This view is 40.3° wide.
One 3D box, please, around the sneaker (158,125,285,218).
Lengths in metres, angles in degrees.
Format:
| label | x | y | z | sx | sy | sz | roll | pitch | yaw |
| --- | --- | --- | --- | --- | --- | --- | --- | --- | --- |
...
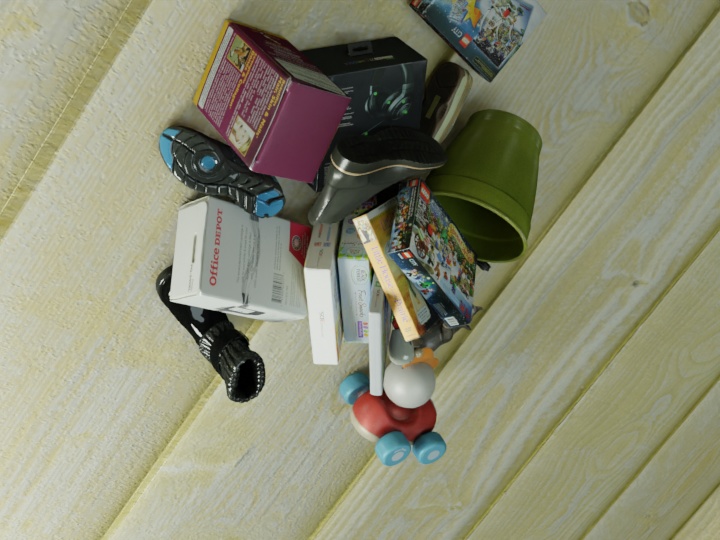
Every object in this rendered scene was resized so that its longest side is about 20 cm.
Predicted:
| label | x | y | z | sx | sy | sz | roll | pitch | yaw |
| --- | --- | --- | --- | --- | --- | --- | --- | --- | --- |
| sneaker | -0.199 | -0.145 | 1.391 | 0.200 | 0.082 | 0.073 | 32 | 112 | -27 |

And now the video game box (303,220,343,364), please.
| label | x | y | z | sx | sy | sz | roll | pitch | yaw |
| --- | --- | --- | --- | --- | --- | --- | --- | --- | --- |
| video game box | -0.050 | 0.015 | 1.548 | 0.047 | 0.183 | 0.201 | 3 | 131 | 8 |

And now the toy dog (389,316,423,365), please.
| label | x | y | z | sx | sy | sz | roll | pitch | yaw |
| --- | --- | --- | --- | --- | --- | --- | --- | --- | --- |
| toy dog | 0.101 | 0.051 | 1.612 | 0.096 | 0.132 | 0.201 | 5 | 115 | 8 |

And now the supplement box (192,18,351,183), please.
| label | x | y | z | sx | sy | sz | roll | pitch | yaw |
| --- | --- | --- | --- | --- | --- | --- | --- | --- | --- |
| supplement box | -0.120 | -0.224 | 1.284 | 0.103 | 0.200 | 0.131 | 9 | 119 | -40 |

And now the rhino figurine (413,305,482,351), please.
| label | x | y | z | sx | sy | sz | roll | pitch | yaw |
| --- | --- | --- | --- | --- | --- | --- | --- | --- | --- |
| rhino figurine | 0.147 | 0.111 | 1.848 | 0.199 | 0.060 | 0.088 | -26 | 154 | -18 |

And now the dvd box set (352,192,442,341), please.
| label | x | y | z | sx | sy | sz | roll | pitch | yaw |
| --- | --- | --- | --- | --- | --- | --- | --- | --- | --- |
| dvd box set | 0.068 | -0.010 | 1.488 | 0.029 | 0.201 | 0.146 | -19 | -172 | 31 |

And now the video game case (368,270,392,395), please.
| label | x | y | z | sx | sy | sz | roll | pitch | yaw |
| --- | --- | --- | --- | --- | --- | --- | --- | --- | --- |
| video game case | 0.033 | 0.065 | 1.543 | 0.022 | 0.183 | 0.200 | 4 | 137 | 5 |

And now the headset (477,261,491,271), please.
| label | x | y | z | sx | sy | sz | roll | pitch | yaw |
| --- | --- | --- | --- | --- | --- | --- | --- | --- | --- |
| headset | 0.140 | 0.037 | 1.759 | 0.200 | 0.094 | 0.124 | -43 | 139 | -20 |

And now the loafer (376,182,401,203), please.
| label | x | y | z | sx | sy | sz | roll | pitch | yaw |
| --- | --- | --- | --- | --- | --- | --- | --- | --- | --- |
| loafer | 0.042 | -0.114 | 1.582 | 0.200 | 0.068 | 0.071 | 25 | 89 | -49 |

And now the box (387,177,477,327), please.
| label | x | y | z | sx | sy | sz | roll | pitch | yaw |
| --- | --- | --- | --- | --- | --- | --- | --- | --- | --- |
| box | 0.114 | -0.025 | 1.485 | 0.038 | 0.137 | 0.200 | -13 | 139 | 30 |

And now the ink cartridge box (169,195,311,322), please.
| label | x | y | z | sx | sy | sz | roll | pitch | yaw |
| --- | --- | --- | --- | --- | --- | --- | --- | --- | --- |
| ink cartridge box | -0.175 | -0.012 | 1.451 | 0.200 | 0.083 | 0.146 | 16 | 72 | -42 |

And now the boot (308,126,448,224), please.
| label | x | y | z | sx | sy | sz | roll | pitch | yaw |
| --- | --- | --- | --- | --- | --- | --- | --- | --- | --- |
| boot | 0.020 | -0.133 | 1.433 | 0.199 | 0.078 | 0.139 | -5 | 141 | -35 |

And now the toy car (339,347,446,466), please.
| label | x | y | z | sx | sy | sz | roll | pitch | yaw |
| --- | --- | --- | --- | --- | --- | --- | --- | --- | --- |
| toy car | 0.092 | 0.222 | 1.790 | 0.176 | 0.185 | 0.200 | 7 | 126 | -39 |

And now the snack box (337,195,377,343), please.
| label | x | y | z | sx | sy | sz | roll | pitch | yaw |
| --- | --- | --- | --- | --- | --- | --- | --- | --- | --- |
| snack box | 0.000 | 0.000 | 1.551 | 0.053 | 0.143 | 0.200 | 1 | 136 | 5 |

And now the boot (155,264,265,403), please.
| label | x | y | z | sx | sy | sz | roll | pitch | yaw |
| --- | --- | --- | --- | --- | --- | --- | --- | --- | --- |
| boot | -0.223 | 0.094 | 1.493 | 0.079 | 0.158 | 0.211 | -34 | 138 | -5 |

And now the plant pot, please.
| label | x | y | z | sx | sy | sz | roll | pitch | yaw |
| --- | --- | --- | --- | --- | --- | --- | --- | --- | --- |
| plant pot | 0.203 | -0.147 | 1.575 | 0.200 | 0.200 | 0.193 | 48 | 59 | -47 |

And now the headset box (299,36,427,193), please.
| label | x | y | z | sx | sy | sz | roll | pitch | yaw |
| --- | --- | --- | --- | --- | --- | --- | --- | --- | --- |
| headset box | -0.004 | -0.236 | 1.437 | 0.174 | 0.093 | 0.201 | -16 | 131 | -25 |

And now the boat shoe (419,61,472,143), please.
| label | x | y | z | sx | sy | sz | roll | pitch | yaw |
| --- | --- | --- | --- | --- | --- | --- | --- | --- | --- |
| boat shoe | 0.119 | -0.228 | 1.556 | 0.076 | 0.072 | 0.200 | 14 | 115 | -55 |

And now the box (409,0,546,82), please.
| label | x | y | z | sx | sy | sz | roll | pitch | yaw |
| --- | --- | --- | --- | --- | --- | --- | --- | --- | --- |
| box | 0.180 | -0.393 | 1.475 | 0.137 | 0.038 | 0.200 | -50 | 137 | 8 |
